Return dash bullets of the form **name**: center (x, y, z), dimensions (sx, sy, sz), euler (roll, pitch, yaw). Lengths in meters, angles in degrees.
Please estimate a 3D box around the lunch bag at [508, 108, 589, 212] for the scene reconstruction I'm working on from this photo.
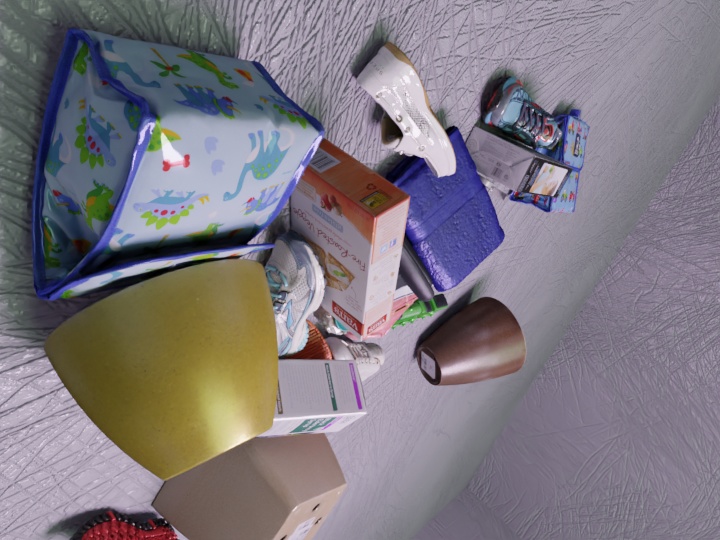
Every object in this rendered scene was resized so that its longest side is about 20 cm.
- **lunch bag**: center (0.398, -0.224, 1.118), dimensions (0.150, 0.094, 0.201), euler (-8, 117, -51)

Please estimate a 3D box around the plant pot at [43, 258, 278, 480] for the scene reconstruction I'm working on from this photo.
- **plant pot**: center (-0.152, 0.098, 0.499), dimensions (0.199, 0.142, 0.200), euler (-26, 170, -5)

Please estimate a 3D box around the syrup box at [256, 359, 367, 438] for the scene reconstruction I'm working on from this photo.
- **syrup box**: center (-0.097, 0.168, 0.725), dimensions (0.199, 0.082, 0.079), euler (7, 146, -34)

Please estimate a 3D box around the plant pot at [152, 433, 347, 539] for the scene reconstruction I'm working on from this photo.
- **plant pot**: center (-0.142, 0.316, 0.819), dimensions (0.201, 0.177, 0.199), euler (-59, 151, 12)

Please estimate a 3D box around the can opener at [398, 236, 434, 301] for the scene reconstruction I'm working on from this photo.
- **can opener**: center (0.042, -0.036, 0.742), dimensions (0.078, 0.064, 0.200), euler (-26, 126, 28)

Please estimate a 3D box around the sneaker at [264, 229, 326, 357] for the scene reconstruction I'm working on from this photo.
- **sneaker**: center (-0.101, 0.043, 0.672), dimensions (0.086, 0.078, 0.201), euler (-23, 140, -37)

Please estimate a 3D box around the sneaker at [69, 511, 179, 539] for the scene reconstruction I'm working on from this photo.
- **sneaker**: center (-0.318, 0.384, 0.726), dimensions (0.095, 0.079, 0.200), euler (-43, 149, -7)

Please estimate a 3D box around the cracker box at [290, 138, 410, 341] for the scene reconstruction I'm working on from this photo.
- **cracker box**: center (-0.020, -0.030, 0.643), dimensions (0.058, 0.134, 0.201), euler (-33, 146, -31)

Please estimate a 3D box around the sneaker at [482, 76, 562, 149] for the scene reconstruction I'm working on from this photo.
- **sneaker**: center (0.266, -0.239, 0.869), dimensions (0.200, 0.095, 0.080), euler (-2, 124, -56)

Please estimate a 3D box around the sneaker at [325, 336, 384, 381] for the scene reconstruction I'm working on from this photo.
- **sneaker**: center (-0.008, 0.137, 0.912), dimensions (0.084, 0.073, 0.200), euler (-30, 160, -3)

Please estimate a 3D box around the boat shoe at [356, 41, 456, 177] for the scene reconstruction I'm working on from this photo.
- **boat shoe**: center (0.053, -0.172, 0.659), dimensions (0.069, 0.071, 0.200), euler (-38, 137, 4)

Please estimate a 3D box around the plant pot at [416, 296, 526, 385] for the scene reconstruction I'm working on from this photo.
- **plant pot**: center (0.232, 0.179, 1.247), dimensions (0.199, 0.187, 0.187), euler (-18, 140, -24)

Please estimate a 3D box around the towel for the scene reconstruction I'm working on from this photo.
- **towel**: center (0.118, -0.084, 0.795), dimensions (0.148, 0.050, 0.200), euler (-40, 119, -14)

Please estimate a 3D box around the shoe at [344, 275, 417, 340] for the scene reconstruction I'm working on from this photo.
- **shoe**: center (0.053, 0.043, 0.913), dimensions (0.200, 0.071, 0.091), euler (-23, 143, -34)

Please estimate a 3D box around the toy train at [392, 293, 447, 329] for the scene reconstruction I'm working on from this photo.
- **toy train**: center (0.096, 0.074, 1.019), dimensions (0.056, 0.042, 0.200), euler (-27, 169, 37)

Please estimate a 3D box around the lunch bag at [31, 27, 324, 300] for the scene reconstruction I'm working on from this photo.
- **lunch bag**: center (-0.150, -0.061, 0.438), dimensions (0.170, 0.128, 0.200), euler (-13, 146, -53)

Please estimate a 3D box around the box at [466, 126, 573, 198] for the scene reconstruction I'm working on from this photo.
- **box**: center (0.260, -0.175, 0.917), dimensions (0.200, 0.116, 0.060), euler (-4, 124, -53)

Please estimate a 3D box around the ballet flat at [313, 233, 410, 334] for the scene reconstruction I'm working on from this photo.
- **ballet flat**: center (0.000, 0.000, 0.781), dimensions (0.200, 0.072, 0.072), euler (-52, 154, -21)

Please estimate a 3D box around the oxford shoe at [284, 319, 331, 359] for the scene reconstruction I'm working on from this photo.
- **oxford shoe**: center (-0.083, 0.147, 0.839), dimensions (0.071, 0.073, 0.201), euler (-21, 124, -19)

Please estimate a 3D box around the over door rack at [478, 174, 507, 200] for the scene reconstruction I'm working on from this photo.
- **over door rack**: center (0.175, -0.091, 0.948), dimensions (0.148, 0.067, 0.200), euler (-58, 163, 13)
